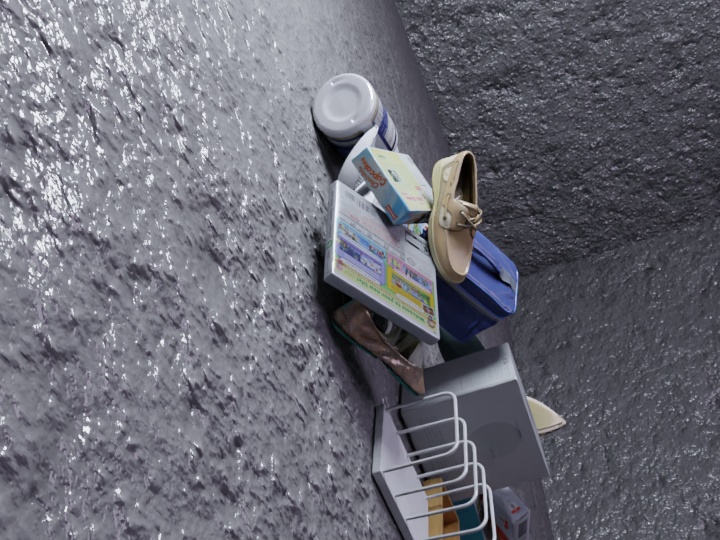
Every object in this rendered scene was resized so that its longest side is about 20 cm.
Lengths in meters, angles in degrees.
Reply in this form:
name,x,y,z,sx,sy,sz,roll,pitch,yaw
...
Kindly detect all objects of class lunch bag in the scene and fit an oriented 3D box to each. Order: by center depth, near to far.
name,x,y,z,sx,sy,sz,roll,pitch,yaw
lunch bag,0.164,0.001,1.345,0.199,0.132,0.137,38,37,-22

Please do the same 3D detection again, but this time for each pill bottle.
name,x,y,z,sx,sy,sz,roll,pitch,yaw
pill bottle,0.001,-0.239,1.404,0.200,0.109,0.113,46,30,-63

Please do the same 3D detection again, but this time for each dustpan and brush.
name,x,y,z,sx,sy,sz,roll,pitch,yaw
dustpan and brush,-0.009,-0.123,1.292,0.200,0.057,0.141,-45,150,-39

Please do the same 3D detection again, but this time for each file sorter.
name,x,y,z,sx,sy,sz,roll,pitch,yaw
file sorter,0.109,0.299,1.172,0.139,0.123,0.202,-82,152,-59

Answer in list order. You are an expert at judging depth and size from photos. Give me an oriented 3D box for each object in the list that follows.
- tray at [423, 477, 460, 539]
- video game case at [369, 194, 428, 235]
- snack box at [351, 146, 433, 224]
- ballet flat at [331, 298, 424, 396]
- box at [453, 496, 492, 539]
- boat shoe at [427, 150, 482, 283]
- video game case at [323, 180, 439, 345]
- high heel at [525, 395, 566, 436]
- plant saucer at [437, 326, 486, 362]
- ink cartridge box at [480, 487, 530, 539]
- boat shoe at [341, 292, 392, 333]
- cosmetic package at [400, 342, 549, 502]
name,x,y,z,sx,sy,sz,roll,pitch,yaw
tray,0.126,0.431,1.268,0.201,0.036,0.100,-79,150,-61
video game case,0.070,-0.041,1.405,0.182,0.023,0.201,41,36,-18
snack box,0.064,-0.129,1.265,0.117,0.037,0.199,56,19,9
ballet flat,0.045,0.104,1.137,0.200,0.067,0.068,42,4,-34
box,0.200,0.453,1.508,0.082,0.048,0.203,-15,88,-77
boat shoe,0.146,-0.083,1.232,0.070,0.064,0.204,11,70,-37
video game case,0.032,-0.012,1.144,0.199,0.022,0.184,32,39,-29
high heel,0.271,0.285,1.525,0.143,0.196,0.073,106,-9,-63
plant saucer,0.193,0.169,1.537,0.202,0.038,0.202,54,-13,19
ink cartridge box,0.239,0.437,1.548,0.200,0.050,0.164,42,-27,39
boat shoe,0.000,0.000,1.193,0.061,0.072,0.204,6,71,-51
cosmetic package,0.191,0.260,1.382,0.123,0.197,0.202,-84,154,-67
